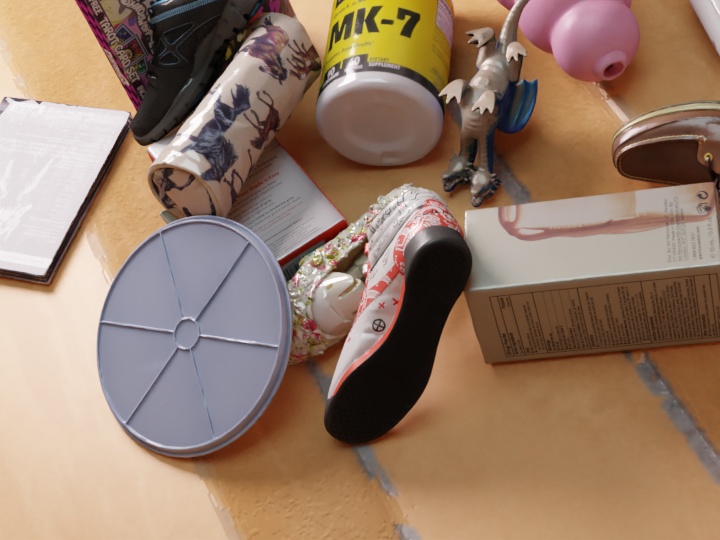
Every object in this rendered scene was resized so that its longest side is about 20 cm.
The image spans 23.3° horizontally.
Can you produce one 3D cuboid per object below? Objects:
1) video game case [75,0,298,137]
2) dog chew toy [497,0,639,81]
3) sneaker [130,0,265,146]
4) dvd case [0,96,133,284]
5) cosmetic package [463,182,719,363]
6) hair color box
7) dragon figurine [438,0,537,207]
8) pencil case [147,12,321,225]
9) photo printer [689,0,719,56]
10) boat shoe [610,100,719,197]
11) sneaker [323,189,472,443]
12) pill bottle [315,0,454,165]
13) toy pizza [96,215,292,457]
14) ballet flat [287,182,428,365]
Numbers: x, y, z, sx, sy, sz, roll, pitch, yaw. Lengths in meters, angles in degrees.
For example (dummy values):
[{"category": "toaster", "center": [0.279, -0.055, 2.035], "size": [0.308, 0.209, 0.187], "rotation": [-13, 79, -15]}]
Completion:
[{"category": "video game case", "center": [-0.157, -0.242, 1.610], "size": [0.181, 0.200, 0.036], "rotation": [-40, 45, -16]}, {"category": "dog chew toy", "center": [0.185, -0.250, 1.567], "size": [0.124, 0.125, 0.201], "rotation": [-22, 58, -1]}, {"category": "sneaker", "center": [-0.159, -0.203, 1.567], "size": [0.082, 0.200, 0.073], "rotation": [34, 21, -4]}, {"category": "dvd case", "center": [-0.317, -0.079, 1.655], "size": [0.148, 0.016, 0.201], "rotation": [9, 56, 22]}, {"category": "cosmetic package", "center": [0.187, 0.003, 1.376], "size": [0.199, 0.104, 0.088], "rotation": [-6, 51, 11]}, {"category": "hair color box", "center": [-0.096, -0.060, 1.540], "size": [0.101, 0.061, 0.200], "rotation": [-32, 51, -10]}, {"category": "dragon figurine", "center": [0.118, -0.156, 1.511], "size": [0.059, 0.100, 0.201], "rotation": [18, 72, 19]}, {"category": "pencil case", "center": [-0.108, -0.126, 1.507], "size": [0.078, 0.090, 0.200], "rotation": [30, 61, 1]}, {"category": "photo printer", "center": [0.380, -0.237, 1.521], "size": [0.166, 0.070, 0.201], "rotation": [-19, 50, 3]}, {"category": "boat shoe", "center": [0.304, -0.093, 1.432], "size": [0.199, 0.072, 0.068], "rotation": [0, 51, 14]}, {"category": "sneaker", "center": [0.024, 0.033, 1.388], "size": [0.067, 0.202, 0.108], "rotation": [17, 26, -19]}, {"category": "pill bottle", "center": [0.026, -0.204, 1.580], "size": [0.114, 0.115, 0.201], "rotation": [-4, 52, 15]}, {"category": "toy pizza", "center": [-0.135, 0.055, 1.447], "size": [0.199, 0.032, 0.201], "rotation": [-7, 76, 31]}, {"category": "ballet flat", "center": [0.000, 0.000, 1.450], "size": [0.200, 0.076, 0.064], "rotation": [-48, 27, -19]}]
